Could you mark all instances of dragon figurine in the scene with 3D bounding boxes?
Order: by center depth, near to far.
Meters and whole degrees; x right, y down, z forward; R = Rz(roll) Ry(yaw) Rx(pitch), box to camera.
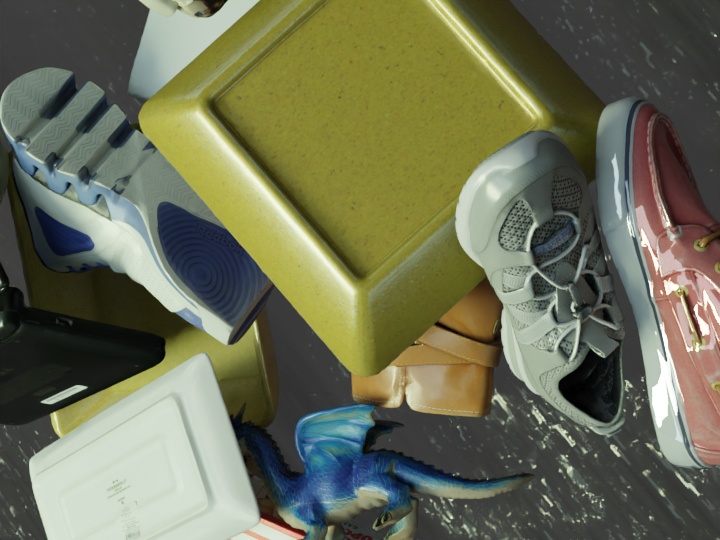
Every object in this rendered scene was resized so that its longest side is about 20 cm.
[{"bbox_3d":[-0.005,0.112,1.129,0.199,0.059,0.100,-19,68,15],"label":"dragon figurine"}]

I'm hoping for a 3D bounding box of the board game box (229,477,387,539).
[{"bbox_3d":[-0.071,0.212,1.210,0.199,0.046,0.153,21,111,18],"label":"board game box"}]

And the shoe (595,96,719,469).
[{"bbox_3d":[0.188,0.003,0.990,0.090,0.071,0.202,-9,97,35],"label":"shoe"}]

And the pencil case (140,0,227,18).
[{"bbox_3d":[-0.030,-0.202,0.998,0.199,0.090,0.078,-24,126,24],"label":"pencil case"}]

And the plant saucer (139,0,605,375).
[{"bbox_3d":[0.009,-0.081,1.029,0.200,0.048,0.200,-42,80,-1],"label":"plant saucer"}]

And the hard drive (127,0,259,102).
[{"bbox_3d":[-0.041,-0.151,1.132,0.199,0.026,0.133,13,84,35],"label":"hard drive"}]

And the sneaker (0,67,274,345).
[{"bbox_3d":[-0.139,-0.029,1.168,0.199,0.081,0.115,40,152,5],"label":"sneaker"}]

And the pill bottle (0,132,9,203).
[{"bbox_3d":[-0.329,-0.099,1.308,0.200,0.116,0.117,39,121,47],"label":"pill bottle"}]

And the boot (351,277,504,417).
[{"bbox_3d":[0.000,0.000,1.129,0.199,0.073,0.156,13,110,37],"label":"boot"}]

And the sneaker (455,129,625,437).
[{"bbox_3d":[0.109,0.008,0.992,0.082,0.074,0.201,48,169,40],"label":"sneaker"}]

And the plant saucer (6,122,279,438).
[{"bbox_3d":[-0.133,0.005,1.244,0.199,0.048,0.202,-8,94,39],"label":"plant saucer"}]

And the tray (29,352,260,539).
[{"bbox_3d":[-0.143,0.135,1.175,0.199,0.022,0.108,-31,74,42],"label":"tray"}]

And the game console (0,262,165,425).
[{"bbox_3d":[-0.240,0.012,1.205,0.199,0.175,0.117,-24,60,49],"label":"game console"}]
